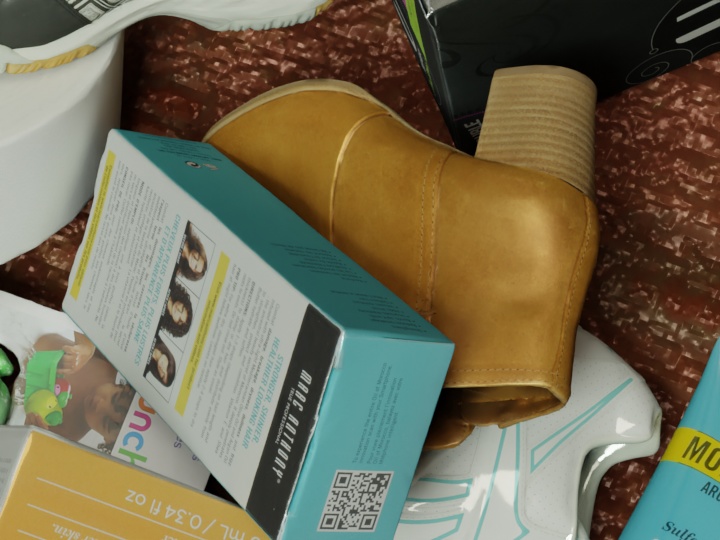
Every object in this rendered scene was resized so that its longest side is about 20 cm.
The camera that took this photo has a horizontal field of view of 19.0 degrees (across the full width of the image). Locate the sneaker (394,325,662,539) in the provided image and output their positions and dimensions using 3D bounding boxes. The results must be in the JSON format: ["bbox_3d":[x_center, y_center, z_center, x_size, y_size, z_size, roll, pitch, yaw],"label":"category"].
[{"bbox_3d":[0.041,0.104,0.827,0.080,0.070,0.200,35,78,16],"label":"sneaker"}]

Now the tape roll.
[{"bbox_3d":[-0.197,-0.089,0.893,0.202,0.071,0.203,4,46,-4],"label":"tape roll"}]

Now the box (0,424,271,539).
[{"bbox_3d":[-0.107,0.170,0.775,0.124,0.097,0.201,22,79,-17],"label":"box"}]

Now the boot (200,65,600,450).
[{"bbox_3d":[0.001,0.000,0.833,0.201,0.071,0.144,-8,58,37],"label":"boot"}]

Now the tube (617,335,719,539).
[{"bbox_3d":[0.124,0.119,0.824,0.077,0.050,0.200,32,72,11],"label":"tube"}]

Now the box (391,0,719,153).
[{"bbox_3d":[0.102,-0.158,0.870,0.199,0.149,0.125,-22,70,0],"label":"box"}]

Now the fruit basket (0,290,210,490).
[{"bbox_3d":[-0.171,0.092,0.854,0.199,0.094,0.186,19,74,12],"label":"fruit basket"}]

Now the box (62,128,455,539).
[{"bbox_3d":[-0.045,0.020,0.806,0.200,0.049,0.083,40,118,51],"label":"box"}]

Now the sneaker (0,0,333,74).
[{"bbox_3d":[-0.099,-0.138,0.847,0.199,0.088,0.076,-14,53,-20],"label":"sneaker"}]
